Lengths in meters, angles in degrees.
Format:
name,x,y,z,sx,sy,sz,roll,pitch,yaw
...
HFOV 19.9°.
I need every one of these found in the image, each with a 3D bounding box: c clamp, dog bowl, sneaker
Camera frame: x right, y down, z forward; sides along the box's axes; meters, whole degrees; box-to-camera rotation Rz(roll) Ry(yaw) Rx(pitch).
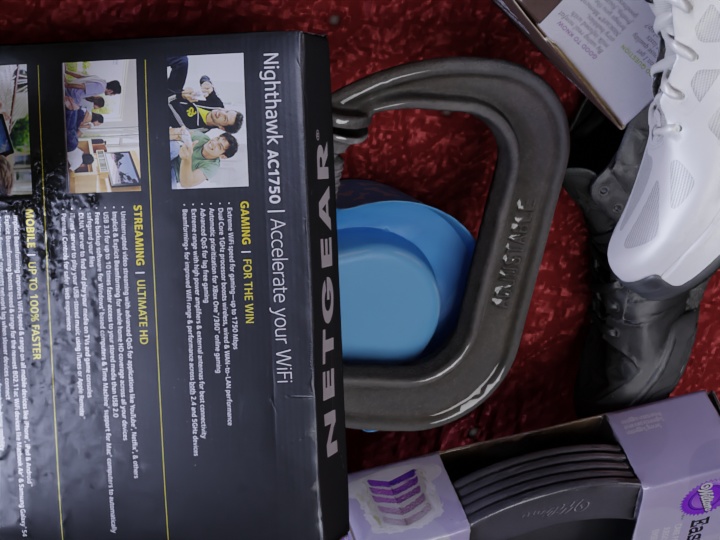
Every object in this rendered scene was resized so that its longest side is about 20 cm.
name,x,y,z,sx,sy,sz,roll,pitch,yaw
c clamp,0.000,0.000,0.849,0.171,0.027,0.200,9,112,-22
dog bowl,-0.044,0.020,0.889,0.200,0.050,0.112,-12,118,-12
sneaker,0.113,-0.095,0.750,0.115,0.076,0.201,22,100,-18
sneaker,0.119,-0.028,0.916,0.104,0.060,0.200,22,102,-28

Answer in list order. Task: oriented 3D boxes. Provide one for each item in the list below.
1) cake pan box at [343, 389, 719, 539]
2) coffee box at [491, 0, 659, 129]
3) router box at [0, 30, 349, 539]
name,x,y,z,sx,sy,sz,roll,pitch,yaw
cake pan box,0.076,0.145,0.956,0.184,0.052,0.200,-12,140,-15
coffee box,0.136,-0.167,0.817,0.200,0.114,0.080,-43,121,5
router box,-0.084,0.010,0.796,0.149,0.051,0.200,-1,93,12
